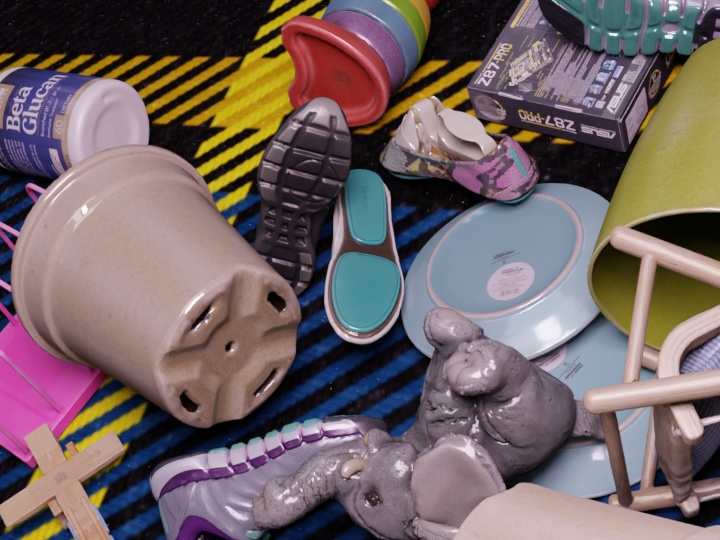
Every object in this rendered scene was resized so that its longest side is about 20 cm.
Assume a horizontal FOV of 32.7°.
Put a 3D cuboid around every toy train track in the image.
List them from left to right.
[{"bbox_3d":[-0.227,0.210,1.021,0.114,0.033,0.200,-32,54,-12],"label":"toy train track"}]

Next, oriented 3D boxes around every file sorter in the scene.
[{"bbox_3d":[-0.304,0.042,1.118,0.138,0.126,0.201,23,66,35],"label":"file sorter"}]

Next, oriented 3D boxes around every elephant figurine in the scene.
[{"bbox_3d":[0.051,0.139,0.872,0.154,0.141,0.202,30,87,37],"label":"elephant figurine"}]

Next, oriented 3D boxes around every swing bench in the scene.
[{"bbox_3d":[0.256,0.079,0.779,0.197,0.199,0.131,5,64,20],"label":"swing bench"}]

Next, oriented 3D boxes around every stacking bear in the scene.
[{"bbox_3d":[0.019,-0.248,1.215,0.112,0.122,0.201,19,54,18],"label":"stacking bear"}]

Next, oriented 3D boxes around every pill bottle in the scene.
[{"bbox_3d":[-0.329,-0.154,1.290,0.198,0.112,0.112,12,60,31],"label":"pill bottle"}]

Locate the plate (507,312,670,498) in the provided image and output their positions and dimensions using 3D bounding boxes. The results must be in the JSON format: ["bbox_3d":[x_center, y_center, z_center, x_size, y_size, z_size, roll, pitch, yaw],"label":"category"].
[{"bbox_3d":[0.165,0.080,0.949,0.197,0.026,0.203,-12,52,16],"label":"plate"}]

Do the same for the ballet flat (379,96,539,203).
[{"bbox_3d":[0.077,-0.112,1.072,0.069,0.072,0.199,-38,32,-19],"label":"ballet flat"}]

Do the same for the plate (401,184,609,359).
[{"bbox_3d":[0.120,-0.006,1.004,0.197,0.026,0.202,-19,39,16],"label":"plate"}]

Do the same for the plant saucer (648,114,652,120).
[{"bbox_3d":[0.374,-0.124,1.006,0.199,0.037,0.200,-38,48,-7],"label":"plant saucer"}]

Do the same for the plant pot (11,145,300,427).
[{"bbox_3d":[-0.152,0.024,0.997,0.201,0.201,0.183,-45,47,-14],"label":"plant pot"}]

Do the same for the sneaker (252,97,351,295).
[{"bbox_3d":[-0.057,-0.072,1.067,0.074,0.202,0.080,15,38,-8],"label":"sneaker"}]

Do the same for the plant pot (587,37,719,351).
[{"bbox_3d":[0.271,-0.065,0.894,0.184,0.188,0.202,1,55,24],"label":"plant pot"}]

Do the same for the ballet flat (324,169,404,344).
[{"bbox_3d":[0.000,0.000,1.057,0.068,0.070,0.202,-13,45,14],"label":"ballet flat"}]

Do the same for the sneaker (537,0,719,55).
[{"bbox_3d":[0.255,-0.235,1.071,0.197,0.075,0.088,15,48,10],"label":"sneaker"}]

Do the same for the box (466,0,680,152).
[{"bbox_3d":[0.213,-0.212,1.137,0.159,0.049,0.201,18,64,30],"label":"box"}]

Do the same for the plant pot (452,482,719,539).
[{"bbox_3d":[0.151,0.223,0.753,0.182,0.201,0.201,17,62,46],"label":"plant pot"}]

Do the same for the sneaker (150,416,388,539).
[{"bbox_3d":[-0.065,0.174,0.954,0.197,0.074,0.089,-17,71,16],"label":"sneaker"}]
